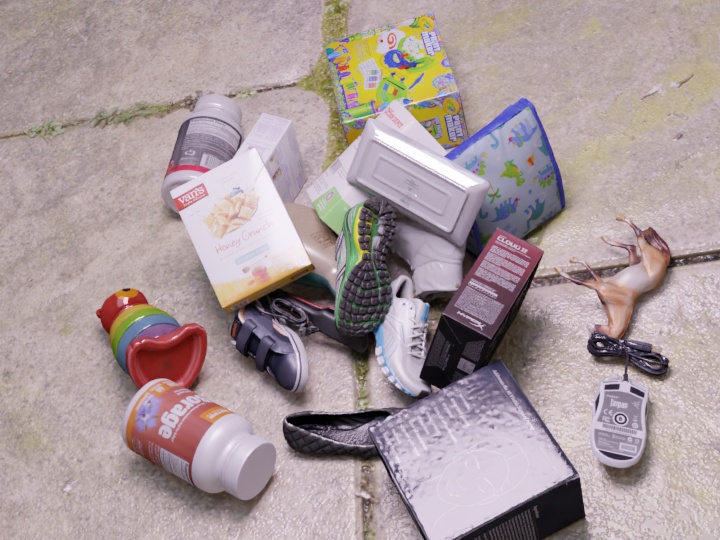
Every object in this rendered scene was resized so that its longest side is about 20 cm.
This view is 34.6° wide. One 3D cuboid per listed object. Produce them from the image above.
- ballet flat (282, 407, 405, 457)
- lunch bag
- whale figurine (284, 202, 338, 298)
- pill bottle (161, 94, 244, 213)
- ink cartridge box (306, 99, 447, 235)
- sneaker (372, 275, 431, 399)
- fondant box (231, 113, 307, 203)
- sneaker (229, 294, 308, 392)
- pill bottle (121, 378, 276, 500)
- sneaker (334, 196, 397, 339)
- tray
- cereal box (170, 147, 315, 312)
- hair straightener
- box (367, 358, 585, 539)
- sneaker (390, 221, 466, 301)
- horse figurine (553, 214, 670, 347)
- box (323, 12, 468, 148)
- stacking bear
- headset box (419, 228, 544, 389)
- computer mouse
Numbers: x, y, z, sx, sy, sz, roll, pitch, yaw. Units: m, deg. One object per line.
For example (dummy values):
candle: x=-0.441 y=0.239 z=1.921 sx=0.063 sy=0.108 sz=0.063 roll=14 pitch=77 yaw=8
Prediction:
ballet flat: x=-0.009 y=0.216 z=1.562 sx=0.200 sy=0.057 sz=0.067 roll=-7 pitch=53 yaw=10
lunch bag: x=0.194 y=-0.135 z=1.682 sx=0.170 sy=0.200 sz=0.127 roll=-38 pitch=54 yaw=-13
whale figurine: x=-0.080 y=-0.014 z=1.734 sx=0.200 sy=0.104 sz=0.159 roll=39 pitch=35 yaw=20
pill bottle: x=-0.253 y=-0.192 z=1.904 sx=0.111 sy=0.111 sz=0.200 roll=-1 pitch=53 yaw=15
ink cartridge box: x=0.023 y=-0.146 z=1.735 sx=0.200 sy=0.084 sz=0.146 roll=-45 pitch=22 yaw=8
sneaker: x=0.065 y=0.086 z=1.611 sx=0.087 sy=0.075 sz=0.200 roll=-41 pitch=48 yaw=24
fondant box: x=-0.161 y=-0.124 z=1.804 sx=0.058 sy=0.144 sz=0.200 roll=17 pitch=59 yaw=20
sneaker: x=-0.141 y=0.102 z=1.660 sx=0.079 sy=0.079 sz=0.200 roll=1 pitch=35 yaw=-28
pill bottle: x=-0.218 y=0.232 z=1.571 sx=0.200 sy=0.112 sz=0.112 roll=21 pitch=62 yaw=28
sneaker: x=0.000 y=0.000 z=1.634 sx=0.085 sy=0.078 sz=0.200 roll=-12 pitch=64 yaw=62
tray: x=0.073 y=-0.121 z=1.602 sx=0.200 sy=0.107 sz=0.022 roll=31 pitch=31 yaw=16
cereal box: x=-0.171 y=-0.059 z=1.661 sx=0.144 sy=0.040 sz=0.200 roll=-28 pitch=74 yaw=0
hair straightener: x=-0.074 y=0.063 z=1.653 sx=0.200 sy=0.041 sz=0.077 roll=29 pitch=25 yaw=8
box: x=0.145 y=0.252 z=1.449 sx=0.196 sy=0.124 sz=0.200 roll=-27 pitch=51 yaw=-4
sneaker: x=0.080 y=-0.014 z=1.701 sx=0.074 sy=0.116 sz=0.200 roll=1 pitch=4 yaw=-33
horse figurine: x=0.369 y=0.003 z=1.620 sx=0.200 sy=0.050 sz=0.133 roll=-36 pitch=65 yaw=-20
box: x=0.057 y=-0.293 z=1.888 sx=0.192 sy=0.122 sz=0.200 roll=-15 pitch=51 yaw=4
stacking bear: x=-0.323 y=0.094 z=1.710 sx=0.121 sy=0.114 sz=0.200 roll=-16 pitch=34 yaw=-28
headset box: x=0.167 y=0.053 z=1.553 sx=0.077 sy=0.149 sz=0.200 roll=27 pitch=52 yaw=10
computer mouse: x=0.337 y=0.175 z=1.507 sx=0.110 sy=0.044 sz=0.200 roll=13 pitch=55 yaw=9
